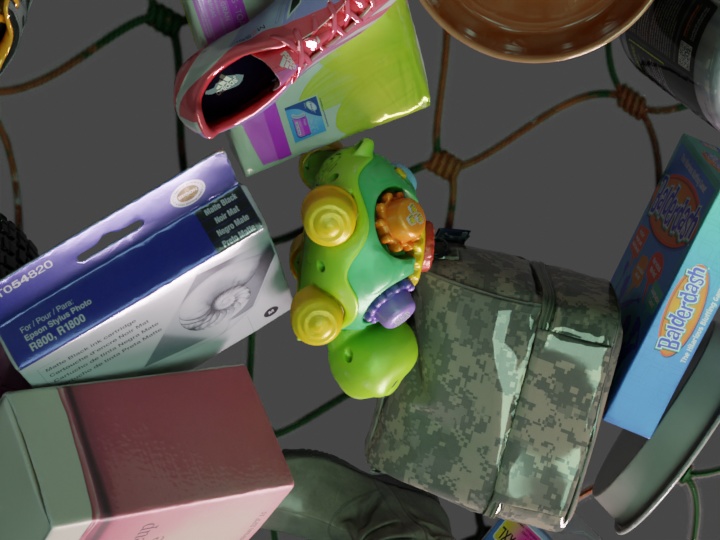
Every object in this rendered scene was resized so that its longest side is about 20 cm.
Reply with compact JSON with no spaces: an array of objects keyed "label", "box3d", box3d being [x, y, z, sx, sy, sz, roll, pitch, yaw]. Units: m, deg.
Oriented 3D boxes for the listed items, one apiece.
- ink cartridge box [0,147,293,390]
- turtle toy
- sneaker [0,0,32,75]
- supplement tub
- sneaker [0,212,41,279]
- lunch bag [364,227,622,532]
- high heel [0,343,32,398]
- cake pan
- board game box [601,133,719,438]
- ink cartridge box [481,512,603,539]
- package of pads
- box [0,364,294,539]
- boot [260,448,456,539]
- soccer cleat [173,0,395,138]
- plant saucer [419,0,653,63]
[{"label":"ink cartridge box","box3d":[-0.150,0.023,1.137,0.199,0.041,0.200,-32,154,-6]},{"label":"turtle toy","box3d":[0.000,0.000,1.171,0.100,0.146,0.201,5,113,-5]},{"label":"sneaker","box3d":[-0.238,-0.196,1.049,0.078,0.077,0.201,11,110,-20]},{"label":"supplement tub","box3d":[0.261,-0.172,1.147,0.122,0.200,0.123,-8,117,-15]},{"label":"sneaker","box3d":[-0.297,-0.009,1.137,0.087,0.076,0.200,-28,121,19]},{"label":"lunch bag","box3d":[0.100,0.082,1.257,0.167,0.139,0.201,12,109,-4]},{"label":"high heel","box3d":[-0.330,0.081,1.161,0.199,0.067,0.097,5,103,-34]},{"label":"cake pan","box3d":[0.251,0.121,1.306,0.037,0.200,0.201,35,103,4]},{"label":"board game box","box3d":[0.239,0.008,1.254,0.045,0.152,0.201,22,107,-7]},{"label":"ink cartridge box","box3d":[0.118,0.297,1.371,0.200,0.076,0.136,-51,152,12]},{"label":"package of pads","box3d":[-0.042,-0.184,1.121,0.154,0.068,0.201,-21,120,-6]},{"label":"box","box3d":[-0.171,0.153,1.165,0.199,0.109,0.128,-5,148,-37]},{"label":"boot","box3d":[-0.001,0.207,1.287,0.199,0.131,0.068,10,109,-21]},{"label":"soccer cleat","box3d":[-0.037,-0.156,1.054,0.199,0.077,0.067,-36,119,4]},{"label":"plant saucer","box3d":[0.123,-0.247,1.126,0.199,0.032,0.202,2,104,8]}]
